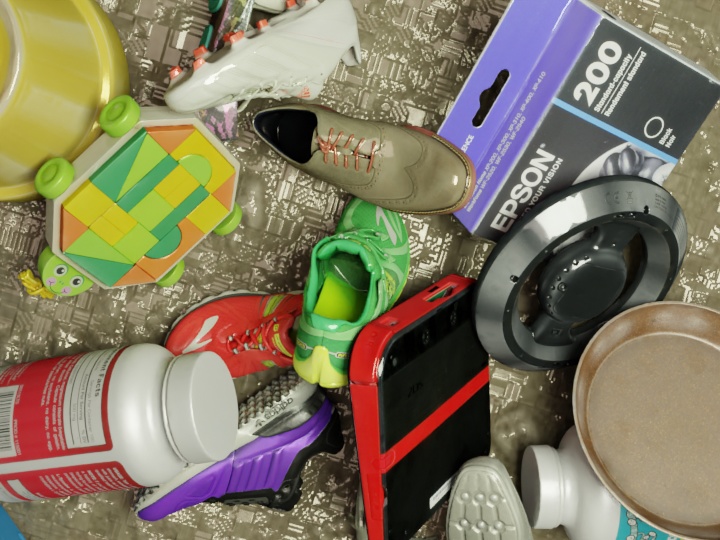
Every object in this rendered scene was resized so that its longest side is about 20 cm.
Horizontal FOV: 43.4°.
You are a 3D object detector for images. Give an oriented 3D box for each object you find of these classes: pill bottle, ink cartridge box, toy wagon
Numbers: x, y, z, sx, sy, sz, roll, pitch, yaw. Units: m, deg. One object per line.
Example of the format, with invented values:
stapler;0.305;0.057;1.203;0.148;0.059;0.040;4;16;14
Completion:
pill bottle;0.244;0.188;0.788;0.196;0.111;0.113;0;95;-3
pill bottle;-0.206;0.121;0.731;0.197;0.112;0.114;-9;95;15
ink cartridge box;0.167;-0.106;0.733;0.198;0.044;0.200;19;114;-25
toy wagon;-0.190;-0.041;0.733;0.200;0.040;0.155;-43;139;1

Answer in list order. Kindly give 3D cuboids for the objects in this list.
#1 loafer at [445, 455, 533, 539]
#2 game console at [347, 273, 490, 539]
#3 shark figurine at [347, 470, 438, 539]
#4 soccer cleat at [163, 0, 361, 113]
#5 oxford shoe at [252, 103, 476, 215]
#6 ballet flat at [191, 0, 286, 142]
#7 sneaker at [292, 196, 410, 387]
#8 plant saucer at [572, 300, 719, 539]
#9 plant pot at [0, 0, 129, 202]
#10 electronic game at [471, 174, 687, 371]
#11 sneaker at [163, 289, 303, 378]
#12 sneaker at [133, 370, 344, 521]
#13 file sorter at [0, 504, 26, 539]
loafer;0.117;0.238;0.783;0.069;0.070;0.203;1;119;21
game console;0.054;0.108;0.732;0.031;0.199;0.180;7;108;31
shark figurine;0.036;0.227;0.810;0.088;0.128;0.218;1;76;-28
soccer cleat;-0.068;-0.163;0.723;0.200;0.069;0.078;-40;115;-35
oxford shoe;-0.003;-0.088;0.720;0.198;0.074;0.072;19;102;33
ballet flat;-0.103;-0.207;0.764;0.070;0.069;0.203;11;98;-22
sneaker;0.000;0.000;0.718;0.073;0.201;0.084;12;135;4
plant saucer;0.267;0.123;0.741;0.197;0.035;0.203;2;62;-4
plant pot;-0.291;-0.154;0.690;0.197;0.189;0.204;0;94;-4
electronic game;0.185;0.008;0.759;0.197;0.042;0.202;-12;131;-14
sneaker;-0.075;0.051;0.771;0.197;0.085;0.078;-12;94;-3
sneaker;-0.100;0.178;0.789;0.199;0.070;0.100;-33;104;2
file sorter;-0.390;0.219;0.742;0.122;0.139;0.201;-34;96;4
